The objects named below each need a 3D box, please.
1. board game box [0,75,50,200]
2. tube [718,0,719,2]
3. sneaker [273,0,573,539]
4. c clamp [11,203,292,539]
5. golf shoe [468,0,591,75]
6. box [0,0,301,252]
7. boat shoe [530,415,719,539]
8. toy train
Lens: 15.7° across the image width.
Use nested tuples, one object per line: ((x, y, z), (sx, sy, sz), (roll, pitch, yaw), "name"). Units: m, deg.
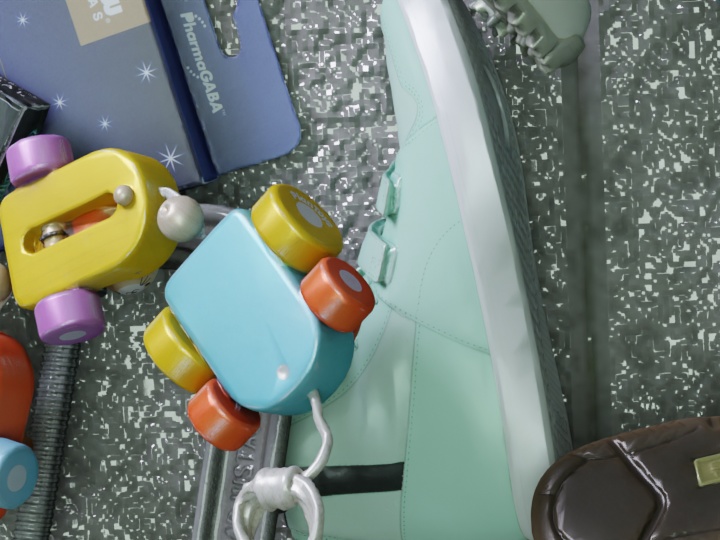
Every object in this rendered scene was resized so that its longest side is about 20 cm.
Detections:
((-0.223, -0.052, 0.911), (0.200, 0.028, 0.136), (33, 101, 7), "board game box")
((0.147, -0.077, 0.831), (0.050, 0.077, 0.200), (-42, 72, -1), "tube")
((0.000, 0.000, 0.891), (0.118, 0.074, 0.202), (-9, 93, 12), "sneaker")
((-0.095, 0.070, 0.909), (0.170, 0.027, 0.201), (13, 89, 38), "c clamp")
((0.042, -0.164, 0.838), (0.097, 0.078, 0.201), (-27, 100, -1), "golf shoe")
((-0.132, -0.068, 0.925), (0.199, 0.032, 0.122), (-18, 92, 9), "box")
((0.158, 0.077, 0.853), (0.199, 0.076, 0.072), (-8, 55, 11), "boat shoe")
((-0.073, 0.036, 0.860), (0.199, 0.056, 0.151), (8, 88, 35), "toy train")
